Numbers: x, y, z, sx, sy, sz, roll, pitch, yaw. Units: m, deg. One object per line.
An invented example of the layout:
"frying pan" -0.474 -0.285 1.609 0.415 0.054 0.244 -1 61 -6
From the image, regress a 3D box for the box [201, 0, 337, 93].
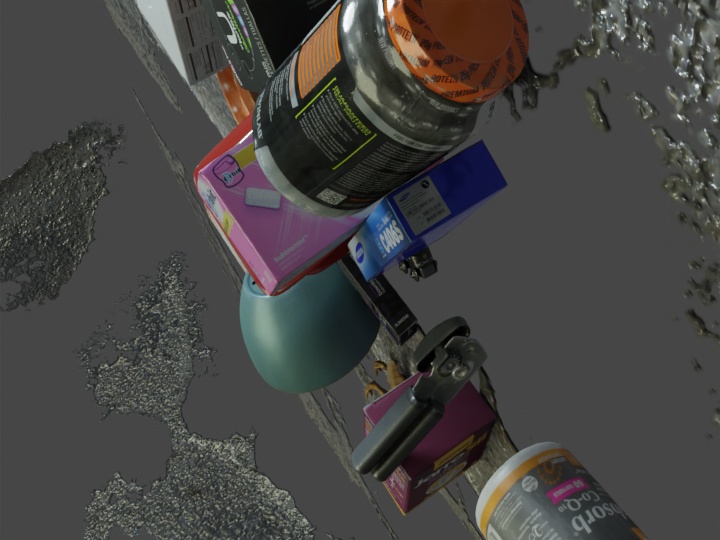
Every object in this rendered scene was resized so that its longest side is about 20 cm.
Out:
"box" -0.071 -0.262 0.734 0.203 0.123 0.148 65 166 -23

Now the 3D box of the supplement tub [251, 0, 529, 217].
"supplement tub" 0.015 -0.123 0.604 0.199 0.121 0.124 -28 92 56

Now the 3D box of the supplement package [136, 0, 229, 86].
"supplement package" -0.217 -0.367 1.118 0.157 0.110 0.201 56 166 20

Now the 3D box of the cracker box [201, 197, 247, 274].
"cracker box" -0.151 -0.075 1.422 0.201 0.132 0.058 51 164 36

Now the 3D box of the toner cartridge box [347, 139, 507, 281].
"toner cartridge box" 0.051 -0.045 0.779 0.044 0.094 0.200 60 167 4

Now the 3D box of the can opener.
"can opener" 0.060 0.138 0.974 0.053 0.201 0.067 27 -157 -29

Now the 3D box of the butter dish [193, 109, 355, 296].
"butter dish" -0.044 -0.084 0.954 0.201 0.199 0.148 53 -171 29

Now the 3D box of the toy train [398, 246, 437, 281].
"toy train" 0.029 -0.040 1.010 0.200 0.034 0.047 39 153 60

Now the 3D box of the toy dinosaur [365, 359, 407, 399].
"toy dinosaur" 0.055 0.168 1.343 0.105 0.061 0.202 17 145 37

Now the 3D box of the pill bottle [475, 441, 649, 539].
"pill bottle" 0.199 0.260 0.793 0.200 0.115 0.118 48 162 42

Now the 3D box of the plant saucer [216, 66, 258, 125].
"plant saucer" -0.161 -0.241 1.342 0.202 0.032 0.201 56 166 22

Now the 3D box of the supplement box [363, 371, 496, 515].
"supplement box" 0.081 0.206 1.114 0.104 0.129 0.201 53 166 22

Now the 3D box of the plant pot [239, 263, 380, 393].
"plant pot" -0.086 0.042 1.213 0.200 0.199 0.136 46 172 49

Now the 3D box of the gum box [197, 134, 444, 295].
"gum box" -0.031 -0.087 0.793 0.114 0.199 0.066 53 164 1

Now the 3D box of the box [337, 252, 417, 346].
"box" 0.000 0.000 1.111 0.201 0.036 0.143 54 177 9
